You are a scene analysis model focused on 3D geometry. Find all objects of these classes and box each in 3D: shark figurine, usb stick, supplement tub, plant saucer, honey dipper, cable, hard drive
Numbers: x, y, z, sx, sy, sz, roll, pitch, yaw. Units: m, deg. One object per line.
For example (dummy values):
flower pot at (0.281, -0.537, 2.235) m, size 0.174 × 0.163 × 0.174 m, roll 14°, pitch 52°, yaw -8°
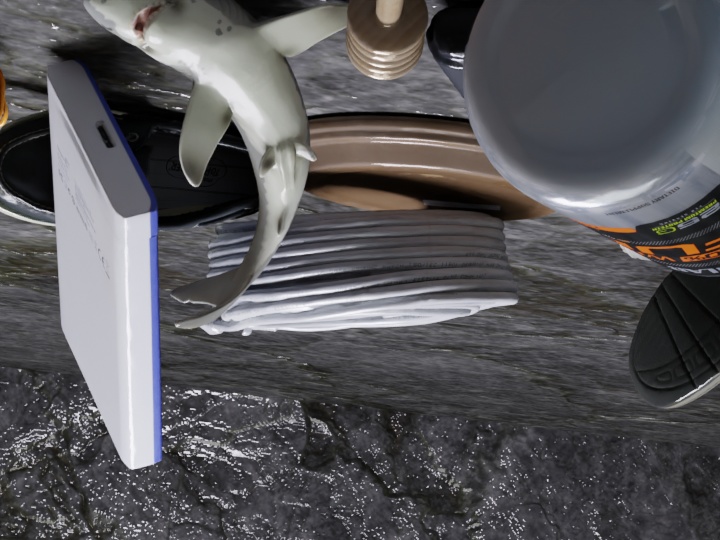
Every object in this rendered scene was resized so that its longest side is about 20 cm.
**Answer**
shark figurine at (-0.062, -0.076, 1.097) m, size 0.128 × 0.215 × 0.090 m, roll -21°, pitch -141°, yaw -12°
usb stick at (0.076, -0.094, 1.102) m, size 0.055 × 0.033 × 0.200 m, roll 5°, pitch 171°, yaw 14°
supplement tub at (0.137, -0.067, 0.938) m, size 0.122 × 0.123 × 0.200 m, roll 1°, pitch 170°, yaw 30°
plant saucer at (0.044, -0.060, 1.362) m, size 0.199 × 0.030 × 0.200 m, roll 5°, pitch 171°, yaw 1°
honey dipper at (0.012, -0.126, 0.932) m, size 0.038 × 0.038 × 0.200 m, roll 6°, pitch 169°, yaw 1°
cable at (0.000, 0.000, 1.405) m, size 0.199 × 0.070 × 0.200 m, roll -2°, pitch 176°, yaw -15°
hard drive at (-0.145, -0.001, 1.238) m, size 0.025 × 0.132 × 0.201 m, roll -15°, pitch 138°, yaw -18°

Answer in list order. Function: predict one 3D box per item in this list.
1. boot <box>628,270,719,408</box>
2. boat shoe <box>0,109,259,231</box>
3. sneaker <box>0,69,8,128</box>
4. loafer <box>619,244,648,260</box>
boot at (0.267, 0.012, 1.282) m, size 0.153 × 0.074 × 0.204 m, roll 8°, pitch 131°, yaw -41°
boat shoe at (-0.133, -0.059, 1.323) m, size 0.199 × 0.075 × 0.066 m, roll 8°, pitch 177°, yaw -32°
sneaker at (-0.228, -0.098, 1.193) m, size 0.077 × 0.079 × 0.200 m, roll -9°, pitch 179°, yaw -21°
loafer at (0.197, -0.037, 1.299) m, size 0.069 × 0.070 × 0.200 m, roll -6°, pitch 173°, yaw 23°
